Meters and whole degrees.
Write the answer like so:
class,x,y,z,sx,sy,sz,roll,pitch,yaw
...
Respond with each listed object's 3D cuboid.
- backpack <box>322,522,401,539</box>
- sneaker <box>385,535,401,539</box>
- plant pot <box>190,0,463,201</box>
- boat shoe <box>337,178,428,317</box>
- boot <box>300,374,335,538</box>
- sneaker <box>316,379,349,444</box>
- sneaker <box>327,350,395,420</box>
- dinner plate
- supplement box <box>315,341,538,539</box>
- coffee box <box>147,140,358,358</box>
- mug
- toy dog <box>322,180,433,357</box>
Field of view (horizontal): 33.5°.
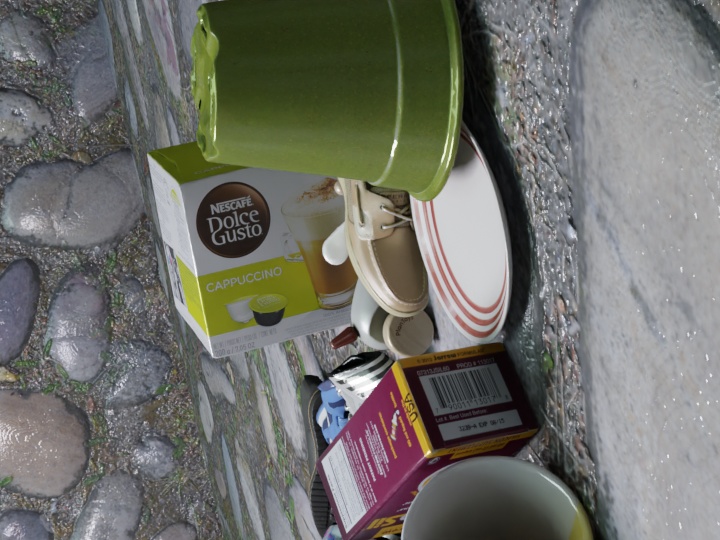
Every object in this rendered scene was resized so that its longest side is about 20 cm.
class,x,y,z,sx,sy,sz,roll,pitch,yaw
backpack,0.037,0.327,1.156,0.198,0.127,0.167,30,150,4
sneaker,0.067,0.234,1.191,0.202,0.079,0.071,96,156,-47
plant pot,-0.038,-0.153,0.966,0.200,0.187,0.203,176,90,-76
boat shoe,0.022,-0.057,1.110,0.064,0.070,0.202,-38,67,61
boot,-0.044,0.245,1.609,0.138,0.076,0.203,-153,63,-74
sneaker,-0.007,0.171,1.408,0.201,0.073,0.083,93,156,-64
sneaker,0.014,0.152,1.253,0.115,0.075,0.202,46,143,20
dinner plate,0.086,-0.040,0.995,0.200,0.024,0.203,165,90,-73
supplement box,0.052,0.154,1.039,0.201,0.109,0.086,-57,48,50
coffee box,-0.113,-0.045,1.349,0.200,0.197,0.201,-143,41,-66
mug,0.115,0.269,0.959,0.154,0.147,0.188,83,171,-51
toy dog,0.000,0.000,1.188,0.132,0.095,0.202,122,132,-68
